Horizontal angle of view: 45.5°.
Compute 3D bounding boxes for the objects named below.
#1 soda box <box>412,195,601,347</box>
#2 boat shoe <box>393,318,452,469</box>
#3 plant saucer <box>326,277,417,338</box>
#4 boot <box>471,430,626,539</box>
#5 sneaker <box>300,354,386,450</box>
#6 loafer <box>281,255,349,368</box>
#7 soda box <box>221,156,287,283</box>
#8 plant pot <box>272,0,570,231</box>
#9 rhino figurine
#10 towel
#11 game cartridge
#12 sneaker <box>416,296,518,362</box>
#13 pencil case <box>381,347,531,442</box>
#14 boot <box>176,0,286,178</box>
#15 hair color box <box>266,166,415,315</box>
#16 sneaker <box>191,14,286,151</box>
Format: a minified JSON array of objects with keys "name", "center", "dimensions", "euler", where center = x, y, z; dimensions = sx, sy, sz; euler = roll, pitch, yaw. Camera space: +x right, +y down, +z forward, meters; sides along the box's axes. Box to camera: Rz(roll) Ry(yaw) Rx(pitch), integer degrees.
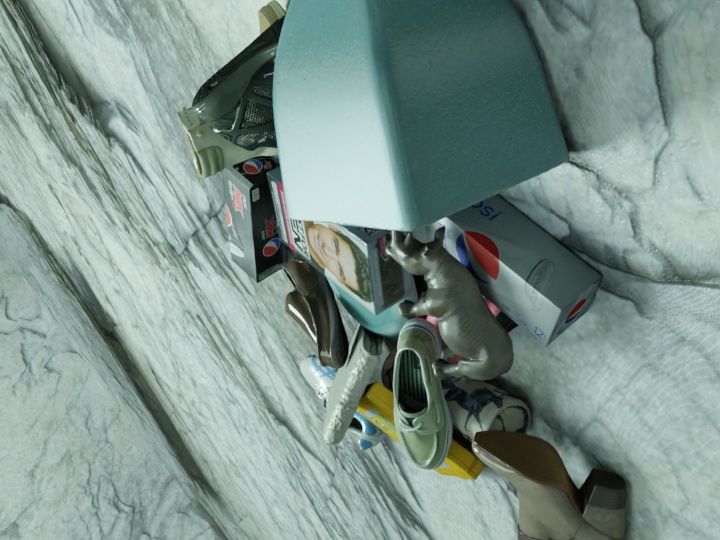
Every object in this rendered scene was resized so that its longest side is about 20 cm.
[{"name":"soda box","center":[0.138,-0.019,0.864],"dimensions":[0.200,0.068,0.064],"euler":[43,149,25]},{"name":"boat shoe","center":[0.063,0.154,0.995],"dimensions":[0.071,0.062,0.202],"euler":[4,117,24]},{"name":"plant saucer","center":[0.000,0.000,1.077],"dimensions":[0.200,0.027,0.201],"euler":[44,149,34]},{"name":"boot","center":[0.209,0.275,0.994],"dimensions":[0.198,0.070,0.147],"euler":[19,125,10]},{"name":"sneaker","center":[-0.036,0.206,1.368],"dimensions":[0.200,0.072,0.072],"euler":[38,149,33]},{"name":"loafer","center":[-0.065,0.057,1.172],"dimensions":[0.073,0.070,0.201],"euler":[72,-179,-46]},{"name":"soda box","center":[-0.155,-0.078,1.267],"dimensions":[0.071,0.063,0.201],"euler":[39,147,28]},{"name":"plant pot","center":[0.035,-0.165,0.756],"dimensions":[0.196,0.195,0.202],"euler":[10,119,54]},{"name":"rhino figurine","center":[0.087,0.030,0.860],"dimensions":[0.087,0.060,0.201],"euler":[-16,110,46]},{"name":"towel","center":[-0.009,0.141,1.137],"dimensions":[0.034,0.133,0.200],"euler":[22,-170,-3]},{"name":"game cartridge","center":[0.070,0.217,1.153],"dimensions":[0.176,0.033,0.200],"euler":[37,169,2]},{"name":"sneaker","center":[0.114,0.055,0.973],"dimensions":[0.087,0.073,0.200],"euler":[55,152,5]},{"name":"pencil case","center":[0.118,0.163,1.074],"dimensions":[0.199,0.078,0.090],"euler":[26,159,44]},{"name":"boot","center":[-0.141,-0.206,1.009],"dimensions":[0.201,0.154,0.072],"euler":[87,157,-46]},{"name":"hair color box","center":[-0.025,-0.045,0.978],"dimensions":[0.200,0.060,0.100],"euler":[36,145,42]},{"name":"sneaker","center":[-0.077,-0.205,0.941],"dimensions":[0.114,0.199,0.076],"euler":[44,-165,-33]}]
